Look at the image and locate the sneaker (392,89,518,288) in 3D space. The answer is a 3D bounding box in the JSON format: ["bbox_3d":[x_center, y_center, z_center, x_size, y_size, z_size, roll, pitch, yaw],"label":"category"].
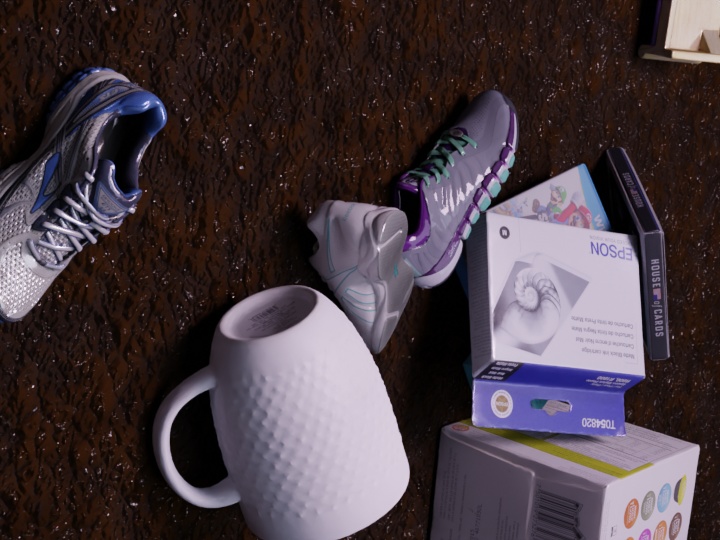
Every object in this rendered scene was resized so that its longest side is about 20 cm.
[{"bbox_3d":[0.079,-0.087,1.551,0.087,0.074,0.202,35,74,-47],"label":"sneaker"}]

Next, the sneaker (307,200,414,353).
[{"bbox_3d":[0.000,0.000,1.484,0.201,0.079,0.071,84,30,-55],"label":"sneaker"}]

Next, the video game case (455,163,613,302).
[{"bbox_3d":[0.180,-0.008,1.677,0.199,0.018,0.144,-26,94,-36],"label":"video game case"}]

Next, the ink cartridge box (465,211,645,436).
[{"bbox_3d":[0.191,0.055,1.635,0.198,0.040,0.203,7,76,-33],"label":"ink cartridge box"}]

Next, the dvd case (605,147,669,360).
[{"bbox_3d":[0.293,-0.021,1.788,0.201,0.024,0.152,-95,177,-61],"label":"dvd case"}]

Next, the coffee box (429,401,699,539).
[{"bbox_3d":[0.206,0.263,1.729,0.197,0.198,0.202,-10,110,-51],"label":"coffee box"}]

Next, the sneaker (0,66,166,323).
[{"bbox_3d":[-0.202,-0.052,1.180,0.077,0.085,0.202,42,69,-50],"label":"sneaker"}]

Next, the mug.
[{"bbox_3d":[-0.074,0.120,1.379,0.198,0.148,0.177,-22,115,-12],"label":"mug"}]

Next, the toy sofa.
[{"bbox_3d":[0.356,-0.328,1.837,0.082,0.097,0.203,1,102,-27],"label":"toy sofa"}]

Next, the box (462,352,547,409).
[{"bbox_3d":[0.194,0.055,1.740,0.200,0.082,0.049,-50,137,-31],"label":"box"}]
